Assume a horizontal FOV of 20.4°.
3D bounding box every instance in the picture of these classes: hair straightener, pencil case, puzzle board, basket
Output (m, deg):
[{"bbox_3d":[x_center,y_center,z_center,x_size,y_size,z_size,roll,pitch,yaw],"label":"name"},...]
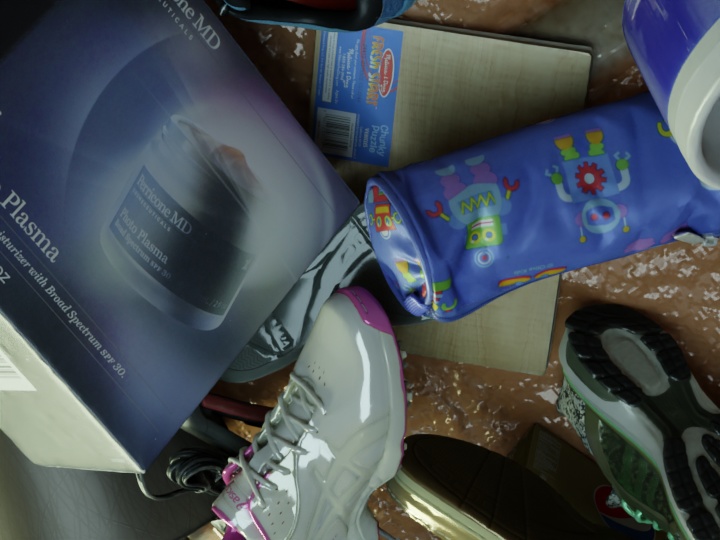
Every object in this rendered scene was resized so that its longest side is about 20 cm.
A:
[{"bbox_3d":[-0.065,0.109,1.119,0.041,0.200,0.077,2,77,29],"label":"hair straightener"},{"bbox_3d":[0.103,-0.034,1.031,0.199,0.078,0.087,-17,80,-11],"label":"pencil case"},{"bbox_3d":[0.043,-0.042,1.119,0.150,0.017,0.201,10,118,8],"label":"puzzle board"},{"bbox_3d":[-0.178,0.058,1.152,0.180,0.136,0.201,-19,108,0],"label":"basket"}]

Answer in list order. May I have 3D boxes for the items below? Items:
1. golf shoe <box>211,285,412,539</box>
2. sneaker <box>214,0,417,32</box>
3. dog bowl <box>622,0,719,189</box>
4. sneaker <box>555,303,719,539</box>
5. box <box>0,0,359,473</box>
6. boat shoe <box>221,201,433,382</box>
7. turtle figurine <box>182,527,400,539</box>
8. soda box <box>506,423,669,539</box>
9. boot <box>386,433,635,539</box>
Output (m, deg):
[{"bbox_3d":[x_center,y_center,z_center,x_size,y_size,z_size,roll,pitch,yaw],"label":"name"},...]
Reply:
[{"bbox_3d":[-0.029,0.101,1.071,0.091,0.075,0.201,-9,124,-30],"label":"golf shoe"},{"bbox_3d":[-0.066,-0.174,1.030,0.199,0.090,0.079,16,119,6],"label":"sneaker"},{"bbox_3d":[0.226,-0.125,0.936,0.200,0.200,0.079,-37,62,25],"label":"dog bowl"},{"bbox_3d":[0.171,0.115,1.109,0.077,0.200,0.089,-15,147,-26],"label":"sneaker"},{"bbox_3d":[-0.140,-0.037,1.025,0.123,0.199,0.200,-4,132,52],"label":"box"},{"bbox_3d":[0.000,0.002,1.113,0.201,0.065,0.075,-26,97,18],"label":"boat shoe"},{"bbox_3d":[-0.036,0.210,1.206,0.199,0.101,0.150,24,136,10],"label":"turtle figurine"},{"bbox_3d":[0.160,0.180,1.181,0.200,0.064,0.068,35,119,-6],"label":"soda box"},{"bbox_3d":[0.075,0.193,1.131,0.200,0.072,0.155,31,122,-5],"label":"boot"}]
